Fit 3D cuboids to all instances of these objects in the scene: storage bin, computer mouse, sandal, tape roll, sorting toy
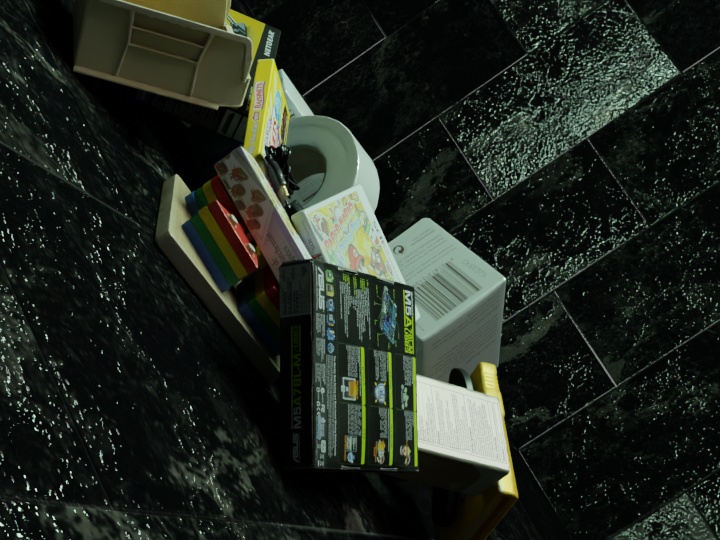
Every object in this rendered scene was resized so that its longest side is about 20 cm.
[{"bbox_3d":[-0.231,-0.283,1.346,0.197,0.094,0.200,13,26,-21],"label":"storage bin"},{"bbox_3d":[-0.062,-0.051,1.328,0.141,0.046,0.201,70,4,-68],"label":"computer mouse"},{"bbox_3d":[0.104,0.215,1.445,0.075,0.045,0.202,131,-29,-68],"label":"sandal"},{"bbox_3d":[-0.077,-0.107,1.558,0.071,0.202,0.203,46,12,-51],"label":"tape roll"},{"bbox_3d":[-0.133,-0.010,1.267,0.199,0.069,0.200,54,8,-22],"label":"sorting toy"}]

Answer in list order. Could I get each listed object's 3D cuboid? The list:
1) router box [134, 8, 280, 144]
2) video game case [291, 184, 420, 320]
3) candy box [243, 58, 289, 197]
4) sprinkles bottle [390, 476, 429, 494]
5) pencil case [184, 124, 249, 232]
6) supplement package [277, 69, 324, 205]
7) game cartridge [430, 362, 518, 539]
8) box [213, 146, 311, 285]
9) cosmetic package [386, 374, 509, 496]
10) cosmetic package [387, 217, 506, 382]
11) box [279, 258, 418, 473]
[{"bbox_3d":[-0.194,-0.268,1.509,0.156,0.052,0.201,20,44,-15],"label":"router box"},{"bbox_3d":[0.000,0.000,1.342,0.183,0.023,0.200,65,22,-4],"label":"video game case"},{"bbox_3d":[-0.114,-0.150,1.399,0.103,0.026,0.201,73,17,-51],"label":"candy box"},{"bbox_3d":[0.027,0.194,1.461,0.200,0.068,0.068,53,7,-26],"label":"sprinkles bottle"},{"bbox_3d":[-0.160,-0.115,1.500,0.092,0.085,0.201,29,26,-45],"label":"pencil case"},{"bbox_3d":[-0.119,-0.164,1.736,0.201,0.150,0.152,54,7,-21],"label":"supplement package"},{"bbox_3d":[0.136,0.245,1.455,0.032,0.177,0.201,15,43,-16],"label":"game cartridge"},{"bbox_3d":[-0.093,-0.041,1.236,0.201,0.039,0.041,59,9,23],"label":"box"},{"bbox_3d":[0.067,0.181,1.326,0.199,0.071,0.106,19,48,-26],"label":"cosmetic package"},{"bbox_3d":[0.089,0.073,1.635,0.165,0.164,0.201,40,-31,31],"label":"cosmetic package"},{"bbox_3d":[-0.008,0.101,1.167,0.193,0.047,0.202,16,70,-57],"label":"box"}]
